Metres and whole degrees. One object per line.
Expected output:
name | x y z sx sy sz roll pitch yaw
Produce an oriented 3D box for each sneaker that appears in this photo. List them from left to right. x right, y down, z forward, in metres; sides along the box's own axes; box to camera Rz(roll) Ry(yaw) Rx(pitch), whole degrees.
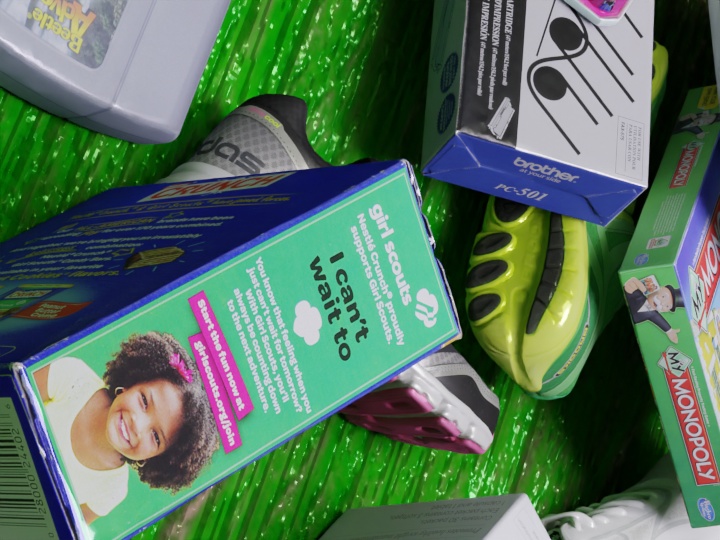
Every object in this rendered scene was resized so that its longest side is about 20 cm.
sneaker | 0.000 0.000 1.088 0.200 0.074 0.088 43 63 -27
sneaker | 0.096 -0.028 1.206 0.084 0.074 0.201 70 35 -50
sneaker | 0.115 0.136 1.194 0.081 0.075 0.200 54 50 -14

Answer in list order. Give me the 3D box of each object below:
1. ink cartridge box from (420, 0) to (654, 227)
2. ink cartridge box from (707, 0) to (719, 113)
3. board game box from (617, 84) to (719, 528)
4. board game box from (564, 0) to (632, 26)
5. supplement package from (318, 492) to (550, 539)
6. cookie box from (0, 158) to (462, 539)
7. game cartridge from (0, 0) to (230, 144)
ink cartridge box | 0.083 -0.127 1.164 0.093 0.044 0.201 15 61 -18
ink cartridge box | 0.224 -0.048 1.297 0.196 0.043 0.202 14 72 -66
board game box | 0.170 0.012 1.230 0.200 0.029 0.135 -60 137 -58
board game box | 0.082 -0.237 1.175 0.200 0.026 0.200 38 56 -4
supplement package | 0.000 0.195 1.034 0.200 0.113 0.110 -45 113 -40
cookie box | -0.092 0.031 0.925 0.200 0.170 0.076 -30 108 -43
game cartridge | -0.128 -0.142 1.008 0.200 0.041 0.134 37 64 -36
